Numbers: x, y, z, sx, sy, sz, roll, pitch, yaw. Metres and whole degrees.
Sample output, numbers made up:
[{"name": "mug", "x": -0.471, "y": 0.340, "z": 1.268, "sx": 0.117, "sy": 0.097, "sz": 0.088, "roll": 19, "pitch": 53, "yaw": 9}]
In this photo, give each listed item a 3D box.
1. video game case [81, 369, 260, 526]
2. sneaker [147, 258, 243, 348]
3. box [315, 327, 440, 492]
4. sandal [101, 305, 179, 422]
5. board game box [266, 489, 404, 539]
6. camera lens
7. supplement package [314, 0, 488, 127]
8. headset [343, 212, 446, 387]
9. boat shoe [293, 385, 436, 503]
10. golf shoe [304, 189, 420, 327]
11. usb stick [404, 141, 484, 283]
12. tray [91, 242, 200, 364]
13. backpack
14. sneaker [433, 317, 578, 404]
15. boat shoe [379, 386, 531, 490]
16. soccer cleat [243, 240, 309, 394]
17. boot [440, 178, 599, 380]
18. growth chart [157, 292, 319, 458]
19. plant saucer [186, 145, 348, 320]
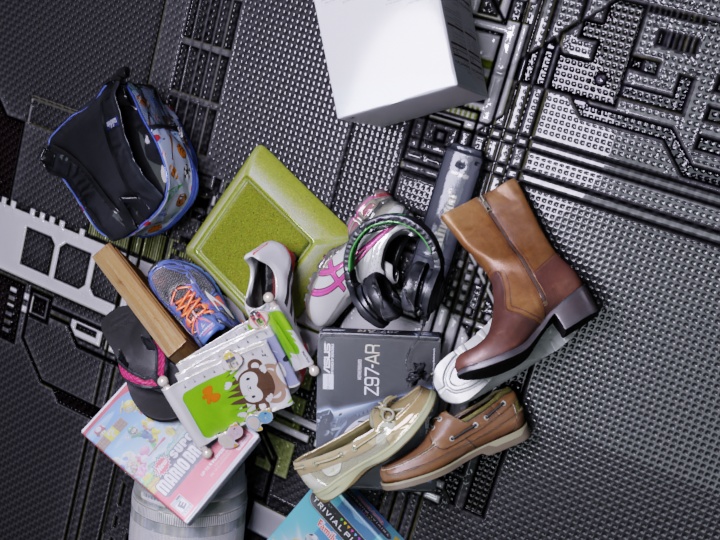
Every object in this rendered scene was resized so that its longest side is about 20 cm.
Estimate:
[{"name": "video game case", "x": -0.249, "y": 0.217, "z": 1.184, "sx": 0.199, "sy": 0.018, "sz": 0.143, "roll": 33, "pitch": 68, "yaw": 21}, {"name": "sneaker", "x": -0.208, "y": 0.063, "z": 1.219, "sx": 0.075, "sy": 0.078, "sz": 0.200, "roll": -44, "pitch": 102, "yaw": 5}, {"name": "box", "x": 0.023, "y": 0.178, "z": 1.161, "sx": 0.158, "sy": 0.044, "sz": 0.203, "roll": 3, "pitch": 96, "yaw": 5}, {"name": "sandal", "x": -0.292, "y": 0.121, "z": 1.205, "sx": 0.075, "sy": 0.045, "sz": 0.200, "roll": -33, "pitch": 63, "yaw": -15}, {"name": "board game box", "x": -0.050, "y": 0.394, "z": 1.232, "sx": 0.151, "sy": 0.047, "sz": 0.201, "roll": 43, "pitch": 109, "yaw": 14}, {"name": "camera lens", "x": -0.239, "y": 0.358, "z": 1.248, "sx": 0.158, "sy": 0.160, "sz": 0.203, "roll": 9, "pitch": 98, "yaw": 22}, {"name": "supplement package", "x": 0.047, "y": -0.291, "z": 1.073, "sx": 0.150, "sy": 0.150, "sz": 0.203, "roll": -11, "pitch": 90, "yaw": 22}, {"name": "headset", "x": 0.045, "y": 0.034, "z": 1.080, "sx": 0.122, "sy": 0.094, "sz": 0.203, "roll": -13, "pitch": 97, "yaw": 19}, {"name": "boat shoe", "x": 0.007, "y": 0.202, "z": 1.108, "sx": 0.200, "sy": 0.073, "sz": 0.063, "roll": -41, "pitch": 95, "yaw": 15}, {"name": "golf shoe", "x": 0.000, "y": 0.000, "z": 1.155, "sx": 0.092, "sy": 0.072, "sz": 0.201, "roll": 42, "pitch": 110, "yaw": 26}, {"name": "usb stick", "x": 0.105, "y": -0.059, "z": 1.134, "sx": 0.055, "sy": 0.033, "sz": 0.203, "roll": 21, "pitch": 102, "yaw": 21}, {"name": "tray", "x": -0.288, "y": 0.055, "z": 1.252, "sx": 0.037, "sy": 0.099, "sz": 0.200, "roll": -41, "pitch": 64, "yaw": -7}, {"name": "backpack", "x": -0.316, "y": -0.140, "z": 1.242, "sx": 0.199, "sy": 0.153, "sz": 0.192, "roll": -35, "pitch": 73, "yaw": 28}, {"name": "sneaker", "x": 0.178, "y": 0.096, "z": 1.100, "sx": 0.198, "sy": 0.081, "sz": 0.077, "roll": -29, "pitch": 69, "yaw": 3}, {"name": "boat shoe", "x": 0.108, "y": 0.204, "z": 1.106, "sx": 0.198, "sy": 0.072, "sz": 0.069, "roll": -21, "pitch": 93, "yaw": -13}, {"name": "soccer cleat", "x": -0.114, "y": 0.064, "z": 1.157, "sx": 0.068, "sy": 0.085, "sz": 0.203, "roll": 1, "pitch": 99, "yaw": 27}, {"name": "boot", "x": 0.151, "y": 0.008, "z": 1.054, "sx": 0.187, "sy": 0.069, "sz": 0.201, "roll": -31, "pitch": 71, "yaw": -1}, {"name": "growth chart", "x": -0.150, "y": 0.138, "z": 1.130, "sx": 0.199, "sy": 0.018, "sz": 0.145, "roll": -35, "pitch": 107, "yaw": 4}, {"name": "plant saucer", "x": -0.136, "y": -0.034, "z": 1.230, "sx": 0.200, "sy": 0.048, "sz": 0.201, "roll": 43, "pitch": 109, "yaw": 14}]
